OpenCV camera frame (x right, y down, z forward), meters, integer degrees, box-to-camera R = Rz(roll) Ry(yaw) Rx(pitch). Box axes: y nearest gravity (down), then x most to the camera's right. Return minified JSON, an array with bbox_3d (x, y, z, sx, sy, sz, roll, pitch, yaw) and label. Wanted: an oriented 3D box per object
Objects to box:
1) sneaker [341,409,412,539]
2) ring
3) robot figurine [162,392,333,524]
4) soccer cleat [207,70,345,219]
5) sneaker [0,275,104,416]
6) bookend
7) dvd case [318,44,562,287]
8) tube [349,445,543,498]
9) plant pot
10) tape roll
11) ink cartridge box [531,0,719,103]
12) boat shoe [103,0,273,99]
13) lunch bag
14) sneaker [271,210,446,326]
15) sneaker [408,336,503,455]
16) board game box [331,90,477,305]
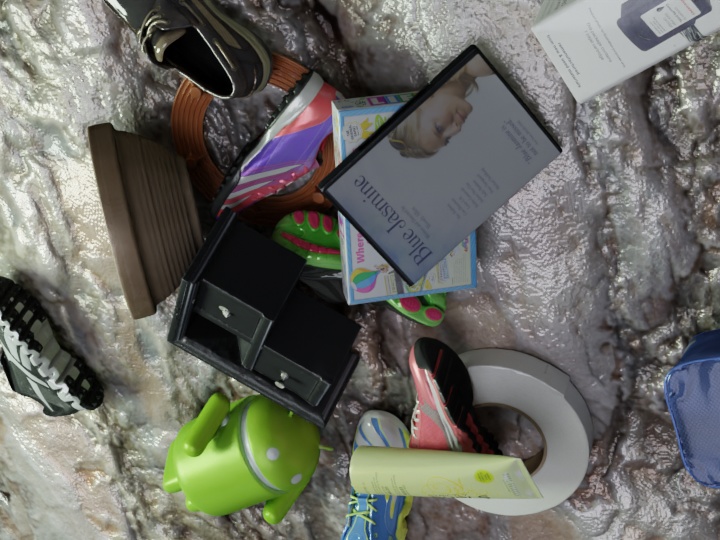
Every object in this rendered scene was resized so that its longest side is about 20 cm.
[{"bbox_3d":[0.019,0.260,1.638,0.075,0.105,0.202,5,122,16],"label":"sneaker"},{"bbox_3d":[-0.104,-0.131,1.491,0.198,0.019,0.202,8,122,13],"label":"ring"},{"bbox_3d":[-0.131,0.207,1.649,0.199,0.116,0.176,-22,128,27],"label":"robot figurine"},{"bbox_3d":[-0.080,-0.108,1.448,0.073,0.068,0.200,36,122,-10],"label":"soccer cleat"},{"bbox_3d":[-0.393,0.098,1.702,0.090,0.067,0.201,-26,112,27],"label":"sneaker"},{"bbox_3d":[-0.087,0.054,1.503,0.199,0.093,0.199,29,157,-1],"label":"bookend"},{"bbox_3d":[0.077,-0.097,1.385,0.200,0.018,0.143,-41,115,7],"label":"dvd case"},{"bbox_3d":[0.085,0.210,1.499,0.198,0.058,0.053,-1,94,27],"label":"tube"},{"bbox_3d":[-0.213,-0.058,1.490,0.092,0.201,0.203,-14,119,-5],"label":"plant pot"},{"bbox_3d":[0.154,0.178,1.583,0.200,0.037,0.205,9,123,14],"label":"tape roll"},{"bbox_3d":[0.257,-0.244,1.220,0.199,0.145,0.085,-27,110,30],"label":"ink cartridge box"},{"bbox_3d":[-0.177,-0.235,1.410,0.199,0.073,0.075,33,123,8],"label":"boat shoe"},{"bbox_3d":[0.405,0.117,1.405,0.198,0.132,0.137,-10,101,25],"label":"lunch bag"},{"bbox_3d":[0.000,0.000,1.516,0.198,0.077,0.084,27,155,-3],"label":"sneaker"},{"bbox_3d":[0.080,0.164,1.533,0.086,0.074,0.202,-12,116,27],"label":"sneaker"},{"bbox_3d":[0.045,-0.072,1.419,0.133,0.034,0.202,-7,114,-10],"label":"board game box"}]
